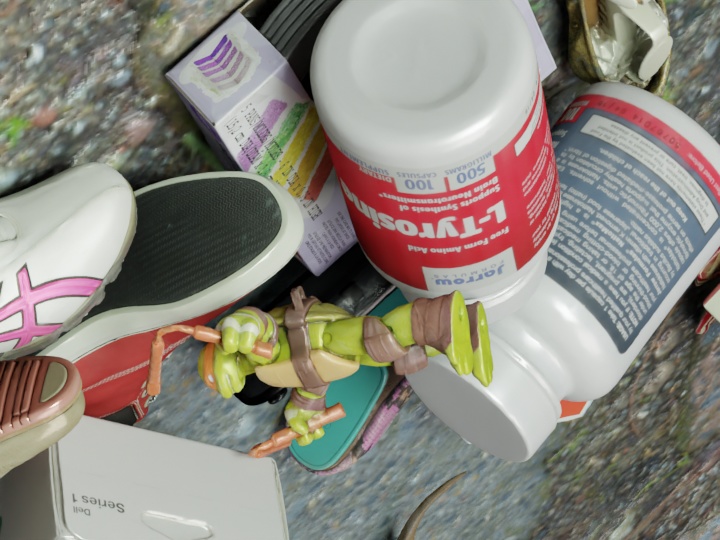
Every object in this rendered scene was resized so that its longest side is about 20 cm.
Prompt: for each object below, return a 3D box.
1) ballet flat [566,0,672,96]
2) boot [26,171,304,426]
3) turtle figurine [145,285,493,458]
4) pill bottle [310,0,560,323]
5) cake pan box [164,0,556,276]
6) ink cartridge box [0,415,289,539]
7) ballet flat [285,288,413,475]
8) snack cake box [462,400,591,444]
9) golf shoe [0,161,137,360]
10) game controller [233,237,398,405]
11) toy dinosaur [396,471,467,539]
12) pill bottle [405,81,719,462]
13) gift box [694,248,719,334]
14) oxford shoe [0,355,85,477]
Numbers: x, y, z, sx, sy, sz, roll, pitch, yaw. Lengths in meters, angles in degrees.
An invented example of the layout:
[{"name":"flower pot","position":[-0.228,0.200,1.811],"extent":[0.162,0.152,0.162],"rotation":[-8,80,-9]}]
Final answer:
[{"name":"ballet flat","position":[0.145,-0.159,1.630],"extent":[0.071,0.071,0.200],"rotation":[-36,151,-12]},{"name":"boot","position":[-0.106,0.025,1.535],"extent":[0.199,0.073,0.144],"rotation":[-27,154,9]},{"name":"turtle figurine","position":[-0.016,0.044,1.500],"extent":[0.160,0.065,0.200],"rotation":[-7,156,14]},{"name":"pill bottle","position":[0.044,-0.056,1.489],"extent":[0.112,0.112,0.200],"rotation":[-37,150,-11]},{"name":"cake pan box","position":[0.004,-0.108,1.538],"extent":[0.184,0.052,0.200],"rotation":[-42,151,-6]},{"name":"ink cartridge box","position":[-0.148,0.170,1.584],"extent":[0.145,0.085,0.200],"rotation":[15,138,-30]},{"name":"ballet flat","position":[0.023,0.041,1.757],"extent":[0.200,0.069,0.071],"rotation":[-56,167,28]},{"name":"snack cake box","position":[0.126,0.008,1.831],"extent":[0.115,0.067,0.201],"rotation":[-11,139,-46]},{"name":"golf shoe","position":[-0.195,0.007,1.416],"extent":[0.200,0.073,0.092],"rotation":[-36,149,-12]},{"name":"game controller","position":[0.000,0.000,1.643],"extent":[0.200,0.042,0.104],"rotation":[-41,-173,-5]},{"name":"toy dinosaur","position":[0.025,0.212,2.008],"extent":[0.107,0.060,0.200],"rotation":[-58,164,-24]},{"name":"pill bottle","position":[0.117,0.003,1.646],"extent":[0.200,0.119,0.120],"rotation":[-51,155,-19]},{"name":"gift box","position":[0.340,0.019,2.003],"extent":[0.185,0.187,0.200],"rotation":[-46,171,2]},{"name":"oxford shoe","position":[-0.210,0.105,1.465],"extent":[0.199,0.071,0.074],"rotation":[-25,117,24]}]
